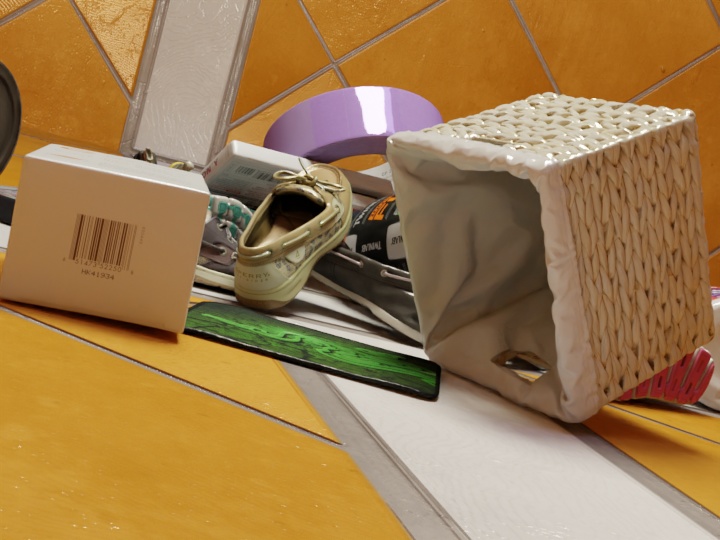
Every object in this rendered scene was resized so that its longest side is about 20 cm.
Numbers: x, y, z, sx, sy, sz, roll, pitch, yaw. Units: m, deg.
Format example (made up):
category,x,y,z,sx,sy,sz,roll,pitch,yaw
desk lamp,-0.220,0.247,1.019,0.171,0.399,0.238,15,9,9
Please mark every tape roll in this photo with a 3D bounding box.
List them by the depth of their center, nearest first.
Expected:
category,x,y,z,sx,sy,sz,roll,pitch,yaw
tape roll,-0.003,-0.114,1.432,0.200,0.066,0.200,-6,-27,-3

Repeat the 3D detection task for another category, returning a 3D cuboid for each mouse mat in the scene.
category,x,y,z,sx,sy,sz,roll,pitch,yaw
mouse mat,-0.037,0.055,0.988,0.200,0.008,0.161,16,5,3

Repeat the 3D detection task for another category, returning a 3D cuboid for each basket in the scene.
category,x,y,z,sx,sy,sz,roll,pitch,yaw
basket,0.147,-0.019,1.009,0.161,0.200,0.198,-20,21,-27

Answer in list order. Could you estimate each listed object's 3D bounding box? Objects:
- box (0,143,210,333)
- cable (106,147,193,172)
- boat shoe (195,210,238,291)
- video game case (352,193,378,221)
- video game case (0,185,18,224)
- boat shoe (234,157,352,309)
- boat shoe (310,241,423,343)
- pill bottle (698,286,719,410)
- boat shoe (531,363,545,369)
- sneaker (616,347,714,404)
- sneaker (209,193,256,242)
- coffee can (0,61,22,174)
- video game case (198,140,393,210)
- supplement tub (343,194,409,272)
category,x,y,z,sx,sy,sz,roll,pitch,yaw
box,-0.179,-0.029,0.952,0.124,0.098,0.200,11,6,-9
cable,-0.216,-0.068,1.250,0.097,0.050,0.200,-9,-13,-16
boat shoe,-0.145,-0.024,1.187,0.200,0.065,0.072,14,2,-20
video game case,-0.007,-0.032,1.456,0.143,0.017,0.200,-30,-26,32
video game case,-0.275,-0.049,1.313,0.200,0.026,0.181,17,5,20
boat shoe,-0.056,-0.045,1.175,0.073,0.063,0.200,6,37,15
boat shoe,0.000,0.000,1.215,0.200,0.057,0.067,31,0,30
pill bottle,0.362,0.074,1.351,0.111,0.112,0.200,15,5,3
boat shoe,0.162,0.054,1.257,0.067,0.072,0.200,12,-2,28
sneaker,0.224,0.075,1.187,0.200,0.074,0.087,14,1,-37
sneaker,-0.135,-0.035,1.307,0.091,0.078,0.200,22,-1,36
coffee can,-0.472,-0.169,1.360,0.200,0.147,0.146,17,5,25
video game case,-0.096,-0.064,1.407,0.200,0.023,0.182,11,-34,-35
supplement tub,0.062,-0.020,1.294,0.122,0.123,0.200,12,-11,-26
